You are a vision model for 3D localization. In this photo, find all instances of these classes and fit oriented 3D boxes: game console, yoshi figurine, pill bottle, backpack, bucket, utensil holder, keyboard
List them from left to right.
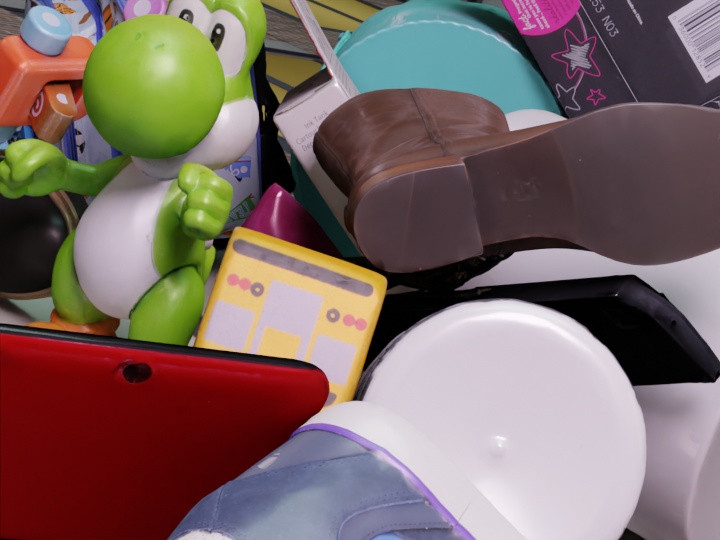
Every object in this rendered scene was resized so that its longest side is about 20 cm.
[{"bbox_3d":[-0.140,0.043,0.593,0.199,0.120,0.172,10,16,-31],"label":"game console"},{"bbox_3d":[-0.101,-0.033,0.763,0.111,0.202,0.112,14,15,-18],"label":"yoshi figurine"},{"bbox_3d":[-0.122,-0.102,1.039,0.153,0.202,0.190,-17,19,-20],"label":"backpack"},{"bbox_3d":[0.053,-0.078,1.136,0.206,0.209,0.135,19,13,6],"label":"bucket"},{"bbox_3d":[0.046,0.069,0.692,0.105,0.107,0.200,17,-5,0],"label":"pill bottle"},{"bbox_3d":[0.060,0.015,0.773,0.199,0.040,0.104,-6,-37,44],"label":"keyboard"},{"bbox_3d":[0.134,0.034,0.865,0.199,0.171,0.169,31,19,36],"label":"utensil holder"}]

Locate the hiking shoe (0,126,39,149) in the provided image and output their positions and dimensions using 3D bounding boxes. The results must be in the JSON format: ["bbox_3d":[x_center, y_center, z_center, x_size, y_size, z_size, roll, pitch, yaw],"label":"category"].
[{"bbox_3d":[-0.216,-0.067,0.990,0.074,0.087,0.200,6,18,-37],"label":"hiking shoe"}]

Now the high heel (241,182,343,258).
[{"bbox_3d":[0.000,0.000,0.974,0.199,0.097,0.067,2,20,-46],"label":"high heel"}]

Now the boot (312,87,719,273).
[{"bbox_3d":[0.074,-0.052,0.768,0.185,0.065,0.200,-4,13,-3],"label":"boot"}]

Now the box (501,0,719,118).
[{"bbox_3d":[0.165,-0.176,1.069,0.201,0.132,0.115,60,18,6],"label":"box"}]

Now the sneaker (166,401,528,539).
[{"bbox_3d":[0.015,0.147,0.518,0.200,0.081,0.146,44,50,4],"label":"sneaker"}]

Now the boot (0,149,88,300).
[{"bbox_3d":[-0.242,-0.024,0.858,0.199,0.078,0.138,14,15,39],"label":"boot"}]

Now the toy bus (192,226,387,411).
[{"bbox_3d":[-0.036,0.038,0.726,0.065,0.079,0.200,17,-16,-3],"label":"toy bus"}]

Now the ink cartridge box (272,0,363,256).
[{"bbox_3d":[-0.025,-0.101,0.965,0.177,0.045,0.200,58,4,-8],"label":"ink cartridge box"}]

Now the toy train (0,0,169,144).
[{"bbox_3d":[-0.091,-0.125,0.800,0.150,0.200,0.056,-3,50,-53],"label":"toy train"}]
